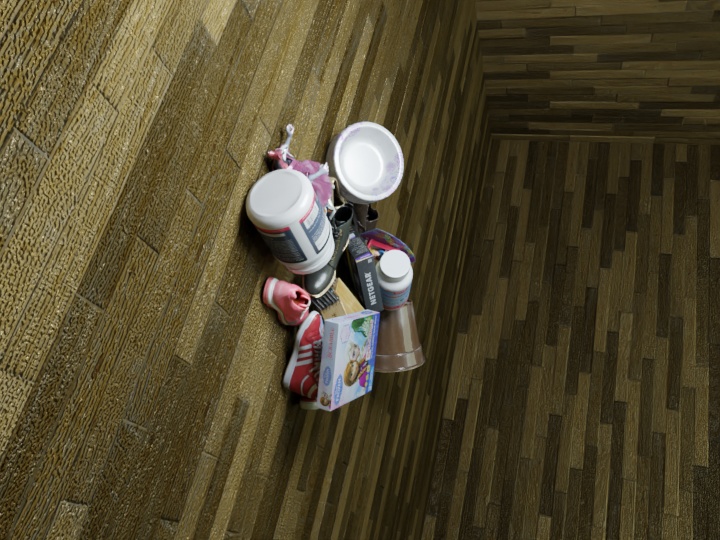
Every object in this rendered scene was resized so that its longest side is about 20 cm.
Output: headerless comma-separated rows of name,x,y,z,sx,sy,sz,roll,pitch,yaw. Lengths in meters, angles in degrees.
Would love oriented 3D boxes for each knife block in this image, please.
knife block,-0.062,0.064,1.515,0.200,0.064,0.177,19,46,-61

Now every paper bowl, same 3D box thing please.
paper bowl,0.003,-0.273,1.580,0.199,0.104,0.203,1,88,-26

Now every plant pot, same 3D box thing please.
plant pot,0.103,0.199,1.968,0.200,0.198,0.201,-26,112,-67

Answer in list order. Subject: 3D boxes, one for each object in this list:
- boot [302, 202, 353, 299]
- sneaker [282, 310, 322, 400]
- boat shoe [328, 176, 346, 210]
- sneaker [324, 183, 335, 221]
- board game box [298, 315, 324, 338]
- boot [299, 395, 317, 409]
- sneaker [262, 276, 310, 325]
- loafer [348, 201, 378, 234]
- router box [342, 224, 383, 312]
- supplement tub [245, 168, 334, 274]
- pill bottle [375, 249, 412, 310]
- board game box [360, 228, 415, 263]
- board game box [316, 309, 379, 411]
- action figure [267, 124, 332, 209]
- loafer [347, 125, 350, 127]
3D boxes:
boot,-0.075,-0.048,1.386,0.139,0.077,0.202,111,-1,-59
sneaker,-0.102,0.202,1.416,0.071,0.112,0.202,-12,123,-64
boat shoe,-0.068,-0.157,1.549,0.201,0.064,0.072,69,33,-51
sneaker,-0.106,-0.116,1.439,0.078,0.079,0.203,1,96,-72
board game box,-0.076,0.189,1.527,0.200,0.061,0.202,-35,108,-60
boot,-0.106,0.262,1.562,0.200,0.072,0.146,-36,128,-73
sneaker,-0.146,0.081,1.368,0.200,0.086,0.075,54,46,-62
loafer,0.019,-0.143,1.787,0.201,0.070,0.074,69,33,-52
router box,0.000,0.000,1.680,0.158,0.052,0.201,-121,-165,-48
supplement tub,-0.139,-0.096,1.259,0.201,0.139,0.142,66,35,-55
pill bottle,0.090,0.026,1.712,0.201,0.108,0.110,92,13,-64
board game box,0.063,-0.048,1.759,0.158,0.199,0.039,38,68,-20
board game box,-0.025,0.203,1.424,0.199,0.041,0.203,-9,106,-61
action figure,-0.145,-0.210,1.326,0.149,0.134,0.199,-44,149,13
loafer,-0.018,-0.295,1.655,0.072,0.062,0.203,23,74,-70
